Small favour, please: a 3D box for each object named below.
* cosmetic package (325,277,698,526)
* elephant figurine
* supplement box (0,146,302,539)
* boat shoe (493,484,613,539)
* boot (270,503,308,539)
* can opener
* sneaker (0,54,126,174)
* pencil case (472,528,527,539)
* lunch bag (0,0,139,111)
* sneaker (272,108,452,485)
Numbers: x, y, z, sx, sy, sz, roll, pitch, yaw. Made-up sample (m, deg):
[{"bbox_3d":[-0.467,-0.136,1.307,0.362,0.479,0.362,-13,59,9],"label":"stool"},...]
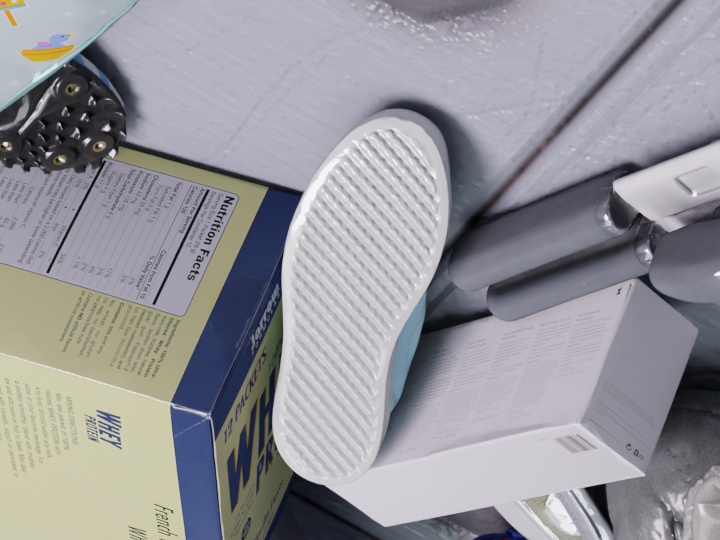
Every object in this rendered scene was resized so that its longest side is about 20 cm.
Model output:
[{"bbox_3d":[0.069,0.066,1.392,0.051,0.083,0.200,35,151,-25],"label":"cosmetic package"},{"bbox_3d":[0.213,0.112,1.345,0.155,0.142,0.200,25,156,-29],"label":"elephant figurine"},{"bbox_3d":[-0.136,0.046,1.459,0.198,0.135,0.201,16,146,12],"label":"supplement box"},{"bbox_3d":[0.149,0.137,1.468,0.202,0.075,0.065,42,148,-13],"label":"boat shoe"},{"bbox_3d":[-0.055,0.206,1.623,0.095,0.074,0.201,-28,97,13],"label":"boot"},{"bbox_3d":[0.113,-0.012,1.296,0.053,0.067,0.199,39,148,-25],"label":"can opener"},{"bbox_3d":[-0.196,-0.108,1.362,0.199,0.073,0.072,25,120,-22],"label":"sneaker"},{"bbox_3d":[0.073,0.230,1.576,0.077,0.087,0.201,11,117,-3],"label":"pencil case"},{"bbox_3d":[-0.200,-0.146,1.215,0.170,0.122,0.200,-33,115,30],"label":"lunch bag"},{"bbox_3d":[0.000,0.000,1.378,0.073,0.082,0.201,17,123,0],"label":"sneaker"}]
